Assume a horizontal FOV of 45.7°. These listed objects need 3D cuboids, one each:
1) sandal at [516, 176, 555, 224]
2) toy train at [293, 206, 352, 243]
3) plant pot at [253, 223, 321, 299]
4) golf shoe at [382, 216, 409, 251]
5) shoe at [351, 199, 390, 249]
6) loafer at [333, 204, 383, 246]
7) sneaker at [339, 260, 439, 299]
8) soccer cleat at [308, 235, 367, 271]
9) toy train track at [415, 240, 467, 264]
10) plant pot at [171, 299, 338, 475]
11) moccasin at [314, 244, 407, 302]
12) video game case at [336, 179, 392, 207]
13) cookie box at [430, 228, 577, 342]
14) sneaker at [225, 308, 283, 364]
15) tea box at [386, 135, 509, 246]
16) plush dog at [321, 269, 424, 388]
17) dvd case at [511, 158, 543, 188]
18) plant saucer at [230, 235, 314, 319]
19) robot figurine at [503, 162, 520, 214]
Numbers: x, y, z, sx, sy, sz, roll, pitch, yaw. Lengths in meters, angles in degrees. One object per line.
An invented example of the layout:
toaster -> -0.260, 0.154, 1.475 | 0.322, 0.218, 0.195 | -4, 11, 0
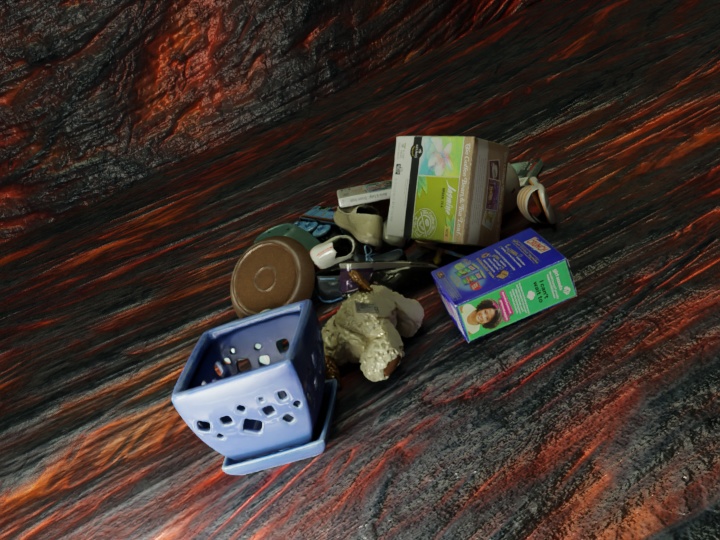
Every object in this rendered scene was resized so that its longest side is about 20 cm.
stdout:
sandal -> 0.344, -0.134, 1.707 | 0.058, 0.080, 0.207 | -20, 14, 9
toy train -> -0.082, -0.092, 1.989 | 0.114, 0.087, 0.199 | -38, 26, -25
plant pot -> -0.162, -0.021, 1.848 | 0.198, 0.136, 0.201 | -20, 22, 8
golf shoe -> 0.098, -0.121, 1.857 | 0.077, 0.095, 0.200 | 32, 45, 9
shoe -> 0.044, -0.118, 1.953 | 0.090, 0.072, 0.201 | -7, 33, -13
loafer -> 0.004, -0.108, 1.832 | 0.075, 0.069, 0.200 | 15, 13, -29
sneaker -> 0.056, 0.025, 1.637 | 0.197, 0.089, 0.076 | -1, 0, -8
soccer cleat -> -0.032, -0.043, 1.800 | 0.085, 0.069, 0.199 | -30, -9, 34
toy train track -> 0.175, -0.021, 1.635 | 0.114, 0.033, 0.199 | 14, 3, -39
plant pot -> -0.144, 0.186, 1.299 | 0.197, 0.182, 0.201 | -17, 23, 13
moccasin -> 0.000, 0.000, 1.731 | 0.198, 0.069, 0.080 | -26, 22, -7
video game case -> 0.038, -0.176, 1.898 | 0.179, 0.024, 0.200 | -11, 11, -1
cookie box -> 0.239, 0.021, 1.444 | 0.198, 0.076, 0.171 | -23, 22, -1
sneaker -> -0.214, 0.145, 1.600 | 0.129, 0.080, 0.200 | -21, 13, -1
tea box -> 0.171, -0.155, 1.677 | 0.195, 0.203, 0.133 | 7, 2, 41
plush dog -> -0.009, 0.103, 1.441 | 0.171, 0.161, 0.200 | -40, 8, 33
dvd case -> 0.307, -0.203, 1.961 | 0.198, 0.022, 0.146 | -10, 26, 33
plant saucer -> -0.188, 0.021, 1.737 | 0.198, 0.203, 0.034 | -14, -20, 21
robot figurine -> 0.238, -0.166, 1.801 | 0.197, 0.153, 0.124 | -12, -13, 25
